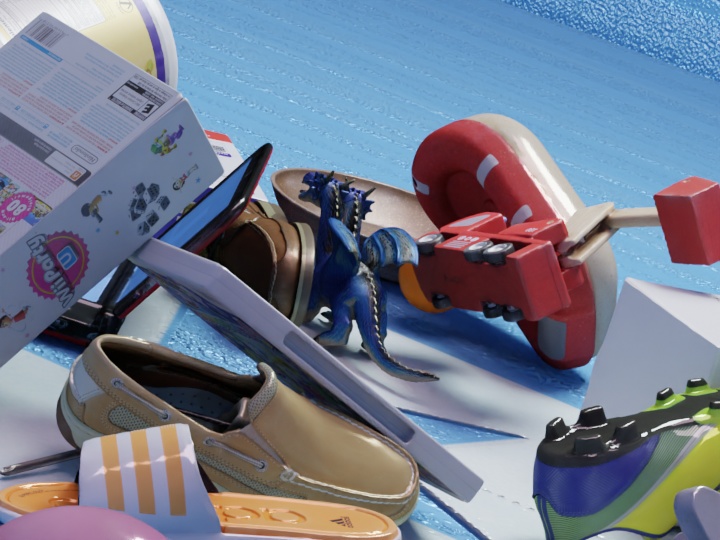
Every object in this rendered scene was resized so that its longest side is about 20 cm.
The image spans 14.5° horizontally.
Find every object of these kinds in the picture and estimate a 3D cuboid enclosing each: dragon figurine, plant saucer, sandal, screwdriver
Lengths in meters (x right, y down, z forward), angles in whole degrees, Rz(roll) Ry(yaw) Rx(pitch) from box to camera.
[{"bbox_3d":[0.000,0.000,1.863,0.059,0.100,0.200,11,15,-25],"label":"dragon figurine"},{"bbox_3d":[0.023,-0.026,2.130,0.199,0.037,0.200,16,13,-4],"label":"plant saucer"},{"bbox_3d":[-0.079,0.104,1.393,0.206,0.060,0.079,4,12,-14],"label":"sandal"},{"bbox_3d":[-0.131,0.092,1.518,0.029,0.028,0.200,-9,1,39],"label":"screwdriver"}]

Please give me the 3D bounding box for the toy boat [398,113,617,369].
[{"bbox_3d":[0.086,-0.012,1.977,0.130,0.131,0.200,-21,51,-15],"label":"toy boat"}]

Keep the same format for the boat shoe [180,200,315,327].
[{"bbox_3d":[-0.078,-0.006,1.875,0.068,0.072,0.200,10,6,-14],"label":"boat shoe"}]

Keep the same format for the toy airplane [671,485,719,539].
[{"bbox_3d":[0.152,0.196,1.205,0.200,0.141,0.199,52,33,3],"label":"toy airplane"}]

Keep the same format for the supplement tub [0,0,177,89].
[{"bbox_3d":[-0.232,-0.122,1.846,0.145,0.146,0.200,26,35,30],"label":"supplement tub"}]

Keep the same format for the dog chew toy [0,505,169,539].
[{"bbox_3d":[-0.067,0.170,1.091,0.199,0.125,0.125,22,12,-16],"label":"dog chew toy"}]

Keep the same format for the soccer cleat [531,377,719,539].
[{"bbox_3d":[0.184,0.114,1.631,0.199,0.084,0.065,-9,19,-29],"label":"soccer cleat"}]

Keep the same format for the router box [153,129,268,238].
[{"bbox_3d":[-0.179,-0.075,2.039,0.199,0.049,0.180,14,14,-17],"label":"router box"}]

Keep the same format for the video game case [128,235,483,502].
[{"bbox_3d":[-0.033,0.053,1.560,0.200,0.018,0.143,40,-8,-23],"label":"video game case"}]

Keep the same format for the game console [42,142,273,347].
[{"bbox_3d":[-0.159,-0.034,1.758,0.172,0.119,0.200,18,13,-1],"label":"game console"}]

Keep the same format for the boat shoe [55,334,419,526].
[{"bbox_3d":[-0.056,0.083,1.474,0.199,0.076,0.072,15,45,-14],"label":"boat shoe"}]

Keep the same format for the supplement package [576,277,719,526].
[{"bbox_3d":[0.254,0.093,1.773,0.199,0.122,0.120,9,17,-29],"label":"supplement package"}]

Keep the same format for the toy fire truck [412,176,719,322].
[{"bbox_3d":[0.135,-0.017,1.836,0.141,0.049,0.200,-25,15,-24],"label":"toy fire truck"}]

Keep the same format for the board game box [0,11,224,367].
[{"bbox_3d":[-0.198,-0.039,1.577,0.147,0.200,0.064,32,-22,45],"label":"board game box"}]
